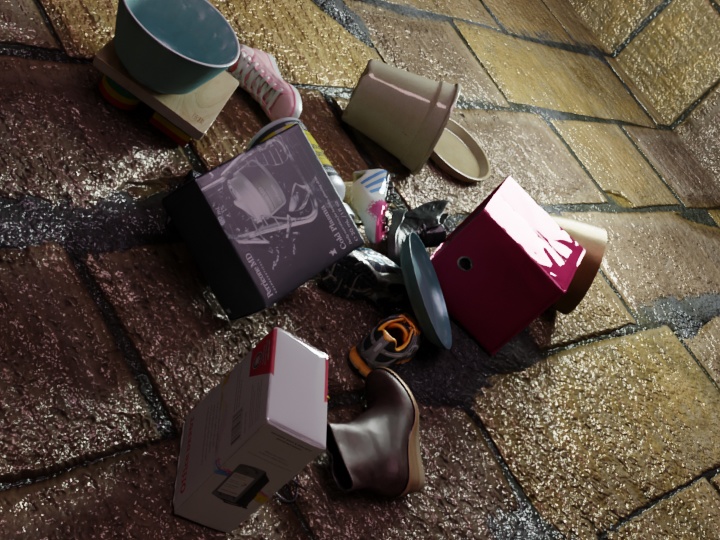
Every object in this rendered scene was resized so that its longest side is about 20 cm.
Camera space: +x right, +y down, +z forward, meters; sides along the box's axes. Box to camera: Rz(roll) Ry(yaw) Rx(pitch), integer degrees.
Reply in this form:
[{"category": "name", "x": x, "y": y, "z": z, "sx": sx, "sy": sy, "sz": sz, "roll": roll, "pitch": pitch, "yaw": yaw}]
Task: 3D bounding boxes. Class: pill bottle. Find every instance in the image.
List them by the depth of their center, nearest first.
[{"category": "pill bottle", "x": -0.094, "y": -0.144, "z": 1.666, "sx": 0.112, "sy": 0.112, "sz": 0.200, "roll": -10, "pitch": 60, "yaw": -51}]

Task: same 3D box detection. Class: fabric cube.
[{"category": "fabric cube", "x": 0.249, "y": -0.010, "z": 1.812, "sx": 0.199, "sy": 0.196, "sz": 0.200, "roll": 45, "pitch": 32, "yaw": -1}]

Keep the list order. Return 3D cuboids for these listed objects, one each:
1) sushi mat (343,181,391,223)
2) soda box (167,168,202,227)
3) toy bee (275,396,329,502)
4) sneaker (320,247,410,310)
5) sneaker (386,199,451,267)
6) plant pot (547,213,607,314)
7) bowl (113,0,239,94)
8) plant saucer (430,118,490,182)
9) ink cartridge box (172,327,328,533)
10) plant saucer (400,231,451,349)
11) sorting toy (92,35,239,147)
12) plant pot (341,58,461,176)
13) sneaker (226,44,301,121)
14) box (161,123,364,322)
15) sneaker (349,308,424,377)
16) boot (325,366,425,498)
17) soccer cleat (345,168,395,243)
[{"category": "sushi mat", "x": -0.027, "y": -0.121, "z": 1.804, "sx": 0.199, "sy": 0.012, "sz": 0.096, "roll": -11, "pitch": 62, "yaw": -52}, {"category": "soda box", "x": -0.186, "y": -0.070, "z": 1.520, "sx": 0.199, "sy": 0.071, "sz": 0.064, "roll": 26, "pitch": 36, "yaw": -27}, {"category": "toy bee", "x": -0.084, "y": 0.177, "z": 1.319, "sx": 0.131, "sy": 0.109, "sz": 0.200, "roll": -9, "pitch": 59, "yaw": -53}, {"category": "sneaker", "x": 0.000, "y": 0.000, "z": 1.654, "sx": 0.200, "sy": 0.078, "sz": 0.087, "roll": 27, "pitch": 29, "yaw": -40}, {"category": "sneaker", "x": 0.104, "y": -0.065, "z": 1.801, "sx": 0.103, "sy": 0.060, "sz": 0.200, "roll": 3, "pitch": 33, "yaw": 6}, {"category": "plant pot", "x": 0.350, "y": -0.040, "z": 1.992, "sx": 0.199, "sy": 0.187, "sz": 0.187, "roll": 25, "pitch": 35, "yaw": -5}, {"category": "bowl", "x": -0.297, "y": -0.348, "z": 1.555, "sx": 0.200, "sy": 0.105, "sz": 0.201, "roll": 28, "pitch": 36, "yaw": -23}, {"category": "plant saucer", "x": 0.198, "y": -0.263, "z": 2.194, "sx": 0.199, "sy": 0.029, "sz": 0.201, "roll": 29, "pitch": 35, "yaw": -22}, {"category": "ink cartridge box", "x": -0.126, "y": 0.186, "z": 1.177, "sx": 0.085, "sy": 0.200, "sz": 0.148, "roll": 28, "pitch": 36, "yaw": -23}, {"category": "plant saucer", "x": 0.104, "y": 0.035, "z": 1.659, "sx": 0.200, "sy": 0.027, "sz": 0.201, "roll": -17, "pitch": 90, "yaw": -77}, {"category": "sorting toy", "x": -0.319, "y": -0.300, "z": 1.637, "sx": 0.198, "sy": 0.070, "sz": 0.200, "roll": 36, "pitch": 34, "yaw": -12}, {"category": "plant pot", "x": 0.070, "y": -0.316, "z": 1.988, "sx": 0.183, "sy": 0.201, "sz": 0.201, "roll": 26, "pitch": 35, "yaw": -7}, {"category": "sneaker", "x": -0.183, "y": -0.334, "z": 1.816, "sx": 0.104, "sy": 0.075, "sz": 0.201, "roll": 15, "pitch": 34, "yaw": -43}, {"category": "box", "x": -0.135, "y": -0.068, "z": 1.427, "sx": 0.196, "sy": 0.124, "sz": 0.201, "roll": -34, "pitch": 98, "yaw": -34}, {"category": "sneaker", "x": 0.060, "y": 0.103, "z": 1.588, "sx": 0.078, "sy": 0.077, "sz": 0.200, "roll": 44, "pitch": 31, "yaw": 5}, {"category": "boot", "x": 0.012, "y": 0.215, "z": 1.401, "sx": 0.166, "sy": 0.072, "sz": 0.201, "roll": 17, "pitch": 47, "yaw": -47}, {"category": "soccer cleat", "x": 0.010, "y": -0.111, "z": 1.765, "sx": 0.086, "sy": 0.070, "sz": 0.200, "roll": 5, "pitch": 35, "yaw": 4}]
